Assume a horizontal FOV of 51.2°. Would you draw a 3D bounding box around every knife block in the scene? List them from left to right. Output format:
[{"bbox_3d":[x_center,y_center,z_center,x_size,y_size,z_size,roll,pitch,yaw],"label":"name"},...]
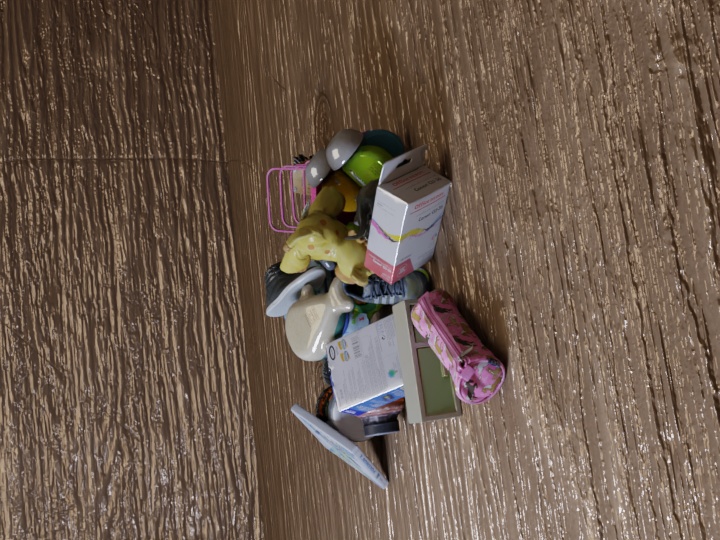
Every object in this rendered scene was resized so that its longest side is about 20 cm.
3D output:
[{"bbox_3d":[-0.084,-0.234,1.827,0.198,0.175,0.065,13,116,23],"label":"knife block"}]

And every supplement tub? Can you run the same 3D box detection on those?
[{"bbox_3d":[-0.030,0.312,1.668,0.200,0.121,0.124,154,110,-70],"label":"supplement tub"},{"bbox_3d":[0.029,0.223,1.492,0.107,0.105,0.203,138,125,-68],"label":"supplement tub"}]

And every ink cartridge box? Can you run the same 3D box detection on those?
[{"bbox_3d":[0.017,0.180,1.390,0.198,0.076,0.138,-25,62,23],"label":"ink cartridge box"},{"bbox_3d":[0.079,-0.092,1.223,0.067,0.116,0.202,33,134,29],"label":"ink cartridge box"}]

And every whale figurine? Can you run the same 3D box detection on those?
[{"bbox_3d":[-0.066,0.095,1.516,0.200,0.103,0.160,-48,58,35],"label":"whale figurine"}]

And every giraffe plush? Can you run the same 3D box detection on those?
[{"bbox_3d":[-0.034,-0.045,1.336,0.174,0.161,0.200,-59,-1,-11],"label":"giraffe plush"}]

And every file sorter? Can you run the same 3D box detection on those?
[{"bbox_3d":[-0.093,-0.160,1.575,0.124,0.199,0.141,6,105,27],"label":"file sorter"}]

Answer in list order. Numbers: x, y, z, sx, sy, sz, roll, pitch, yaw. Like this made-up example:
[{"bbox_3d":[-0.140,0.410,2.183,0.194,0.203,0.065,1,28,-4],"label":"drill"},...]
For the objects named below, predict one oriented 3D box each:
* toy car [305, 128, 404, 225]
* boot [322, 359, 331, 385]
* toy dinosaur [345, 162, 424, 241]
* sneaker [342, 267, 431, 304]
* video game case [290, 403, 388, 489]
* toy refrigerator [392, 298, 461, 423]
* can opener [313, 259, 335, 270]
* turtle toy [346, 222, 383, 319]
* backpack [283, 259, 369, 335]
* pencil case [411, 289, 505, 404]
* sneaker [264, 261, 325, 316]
[{"bbox_3d":[0.010,-0.192,1.404,0.199,0.175,0.151,-29,25,57],"label":"toy car"},{"bbox_3d":[-0.089,0.186,1.905,0.199,0.072,0.185,4,85,65],"label":"boot"},{"bbox_3d":[0.026,-0.116,1.267,0.077,0.199,0.104,25,132,40],"label":"toy dinosaur"},{"bbox_3d":[0.047,0.035,1.370,0.199,0.080,0.075,-5,91,48],"label":"sneaker"},{"bbox_3d":[-0.045,0.378,1.618,0.199,0.022,0.183,24,157,41],"label":"video game case"},{"bbox_3d":[0.112,0.150,1.267,0.070,0.075,0.203,143,121,-69],"label":"toy refrigerator"},{"bbox_3d":[-0.070,-0.035,1.525,0.067,0.053,0.200,58,174,-24],"label":"can opener"},{"bbox_3d":[0.000,0.000,1.532,0.146,0.100,0.203,144,120,-69],"label":"turtle toy"},{"bbox_3d":[-0.085,0.080,1.679,0.182,0.146,0.202,-31,66,35],"label":"backpack"},{"bbox_3d":[0.144,0.112,1.147,0.201,0.082,0.088,-120,30,-55],"label":"pencil case"},{"bbox_3d":[-0.148,0.013,1.597,0.200,0.070,0.100,-38,56,42],"label":"sneaker"}]
